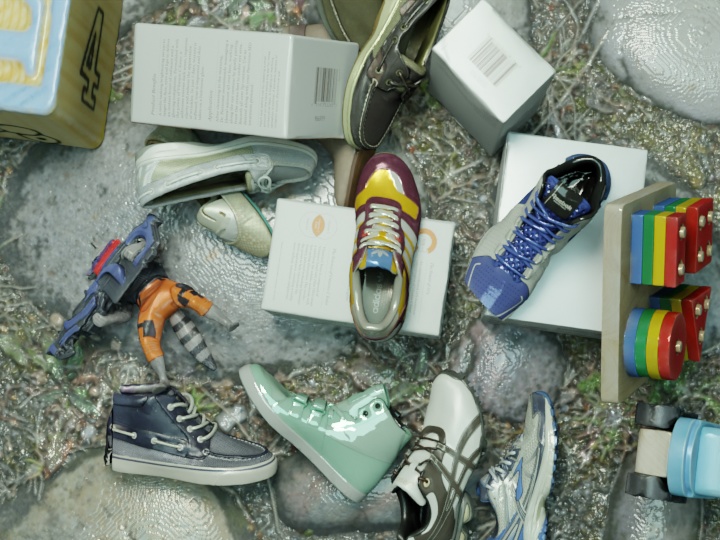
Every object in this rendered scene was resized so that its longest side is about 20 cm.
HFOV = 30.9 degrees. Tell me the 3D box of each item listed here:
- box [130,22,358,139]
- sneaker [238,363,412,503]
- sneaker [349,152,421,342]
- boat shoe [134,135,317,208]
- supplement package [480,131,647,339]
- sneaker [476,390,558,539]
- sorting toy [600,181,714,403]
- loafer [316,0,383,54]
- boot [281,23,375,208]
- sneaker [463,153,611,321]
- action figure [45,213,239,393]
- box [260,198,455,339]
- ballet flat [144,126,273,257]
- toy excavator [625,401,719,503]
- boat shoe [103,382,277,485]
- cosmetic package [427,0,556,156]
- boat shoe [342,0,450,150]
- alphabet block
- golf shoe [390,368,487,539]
[{"bbox_3d":[-0.124,-0.203,1.407,0.198,0.152,0.108,9,100,27],"label":"box"},{"bbox_3d":[-0.035,0.148,1.446,0.200,0.074,0.118,43,95,-4],"label":"sneaker"},{"bbox_3d":[0.026,-0.027,1.354,0.074,0.090,0.203,0,84,3],"label":"sneaker"},{"bbox_3d":[-0.145,-0.104,1.424,0.199,0.075,0.066,-2,70,-11],"label":"boat shoe"},{"bbox_3d":[0.222,-0.035,1.432,0.154,0.111,0.203,8,86,4],"label":"supplement package"},{"bbox_3d":[0.170,0.230,1.430,0.084,0.077,0.203,8,85,8],"label":"sneaker"},{"bbox_3d":[0.314,0.020,1.350,0.069,0.199,0.202,5,102,28],"label":"sorting toy"},{"bbox_3d":[-0.013,-0.312,1.412,0.075,0.070,0.201,-33,112,-13],"label":"loafer"},{"bbox_3d":[-0.048,-0.181,1.489,0.145,0.070,0.202,16,85,11],"label":"boot"},{"bbox_3d":[0.181,-0.049,1.323,0.080,0.115,0.200,40,89,8],"label":"sneaker"},{"bbox_3d":[-0.251,0.049,1.465,0.200,0.104,0.194,-44,68,10],"label":"action figure"},{"bbox_3d":[0.000,0.000,1.448,0.197,0.097,0.126,8,85,5],"label":"box"},{"bbox_3d":[-0.176,-0.084,1.480,0.062,0.068,0.201,-30,74,-36],"label":"ballet flat"},{"bbox_3d":[0.406,0.211,1.396,0.198,0.194,0.101,7,84,32],"label":"toy excavator"},{"bbox_3d":[-0.189,0.179,1.445,0.197,0.075,0.094,4,104,4],"label":"boat shoe"},{"bbox_3d":[0.137,-0.203,1.409,0.081,0.200,0.113,-43,87,-1],"label":"cosmetic package"},{"bbox_3d":[0.039,-0.222,1.402,0.064,0.073,0.202,24,98,38],"label":"boat shoe"},{"bbox_3d":[-0.388,-0.257,1.443,0.193,0.200,0.199,9,85,3],"label":"alphabet block"},{"bbox_3d":[0.081,0.208,1.411,0.094,0.077,0.203,4,87,-40],"label":"golf shoe"}]
